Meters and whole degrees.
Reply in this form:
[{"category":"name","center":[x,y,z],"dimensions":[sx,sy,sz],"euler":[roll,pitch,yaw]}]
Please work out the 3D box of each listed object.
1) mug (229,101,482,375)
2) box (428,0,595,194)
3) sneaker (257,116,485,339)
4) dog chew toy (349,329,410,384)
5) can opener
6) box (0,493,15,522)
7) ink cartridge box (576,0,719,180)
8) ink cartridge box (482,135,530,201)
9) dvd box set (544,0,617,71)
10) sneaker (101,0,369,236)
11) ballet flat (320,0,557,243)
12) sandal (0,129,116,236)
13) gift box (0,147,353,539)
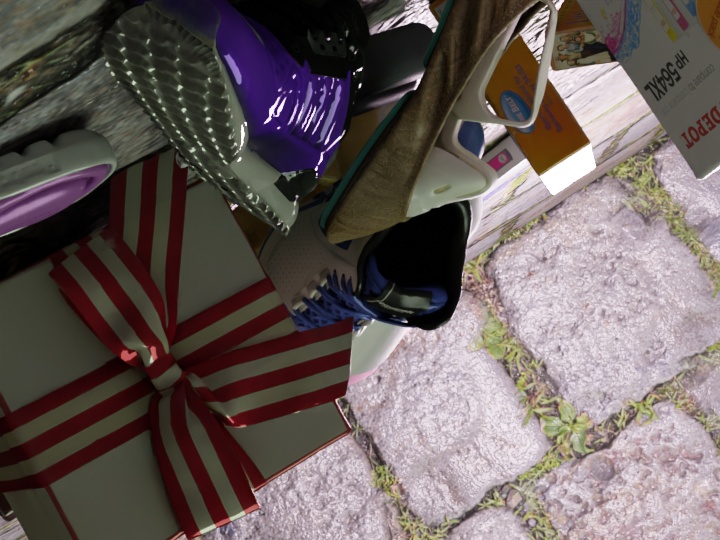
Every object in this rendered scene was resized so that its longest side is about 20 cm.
[{"category":"mug","center":[-0.005,-0.026,1.014],"dimensions":[0.153,0.149,0.187],"euler":[-47,174,35]},{"category":"box","center":[0.100,-0.110,0.965],"dimensions":[0.041,0.119,0.200],"euler":[-33,174,6]},{"category":"sneaker","center":[0.001,0.000,0.899],"dimensions":[0.199,0.080,0.115],"euler":[-49,-156,31]},{"category":"dog chew toy","center":[0.009,0.037,1.733],"dimensions":[0.200,0.125,0.125],"euler":[-40,176,-15]},{"category":"can opener","center":[-0.017,-0.081,0.829],"dimensions":[0.200,0.067,0.053],"euler":[-26,172,-48]},{"category":"box","center":[-0.189,0.082,1.086],"dimensions":[0.200,0.100,0.075],"euler":[-31,174,-17]},{"category":"ink cartridge box","center":[0.172,-0.145,0.659],"dimensions":[0.125,0.200,0.129],"euler":[-32,174,-12]},{"category":"ink cartridge box","center":[0.132,-0.095,1.673],"dimensions":[0.200,0.037,0.095],"euler":[-41,172,38]},{"category":"dvd box set","center":[0.225,-0.172,0.953],"dimensions":[0.199,0.029,0.146],"euler":[-6,-156,22]},{"category":"sneaker","center":[-0.042,-0.092,0.657],"dimensions":[0.100,0.069,0.200],"euler":[-53,167,-8]},{"category":"ballet flat","center":[0.053,-0.085,0.802],"dimensions":[0.200,0.072,0.068],"euler":[-60,172,13]},{"category":"sandal","center":[-0.190,0.001,0.665],"dimensions":[0.202,0.050,0.082],"euler":[-31,174,-15]},{"category":"gift box","center":[-0.121,0.051,0.864],"dimensions":[0.200,0.185,0.187],"euler":[-34,-176,-22]}]
